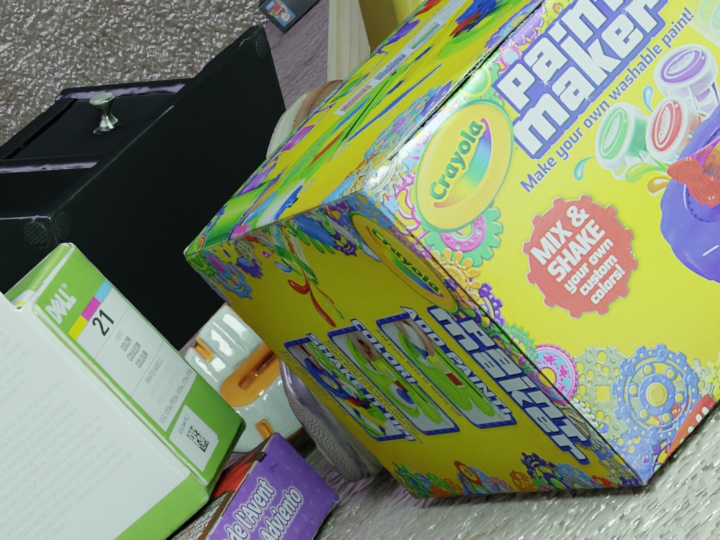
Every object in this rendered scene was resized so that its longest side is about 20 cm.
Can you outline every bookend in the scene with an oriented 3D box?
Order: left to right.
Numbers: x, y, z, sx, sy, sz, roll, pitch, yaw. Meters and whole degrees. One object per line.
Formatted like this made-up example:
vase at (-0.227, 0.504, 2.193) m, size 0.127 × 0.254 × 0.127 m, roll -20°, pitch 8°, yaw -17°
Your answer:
bookend at (-0.155, -0.020, 1.199) m, size 0.199 × 0.092 × 0.200 m, roll -2°, pitch 25°, yaw 27°

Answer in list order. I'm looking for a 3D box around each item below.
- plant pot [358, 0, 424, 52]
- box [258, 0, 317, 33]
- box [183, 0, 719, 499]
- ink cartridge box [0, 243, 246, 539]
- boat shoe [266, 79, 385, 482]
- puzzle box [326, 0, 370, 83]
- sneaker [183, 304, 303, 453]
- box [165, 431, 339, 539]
plant pot at (0.078, -0.185, 1.154) m, size 0.200 × 0.177 × 0.200 m, roll -22°, pitch 10°, yaw -2°
box at (-0.019, -0.332, 2.860) m, size 0.200 × 0.038 × 0.137 m, roll -43°, pitch 9°, yaw 9°
box at (0.074, -0.041, 0.890) m, size 0.200 × 0.122 × 0.193 m, roll -46°, pitch 9°, yaw -17°
ink cartridge box at (-0.166, 0.044, 1.052) m, size 0.148 × 0.200 × 0.076 m, roll -40°, pitch 8°, yaw 20°
boat shoe at (0.012, -0.005, 1.078) m, size 0.072 × 0.076 × 0.200 m, roll -27°, pitch 41°, yaw 18°
puzzle box at (0.027, -0.175, 1.424) m, size 0.025 × 0.200 × 0.133 m, roll 1°, pitch -3°, yaw 27°
sneaker at (0.000, 0.000, 1.192) m, size 0.200 × 0.078 × 0.077 m, roll -41°, pitch -7°, yaw -8°
box at (-0.105, 0.155, 1.047) m, size 0.200 × 0.039 × 0.137 m, roll -38°, pitch 11°, yaw 32°
